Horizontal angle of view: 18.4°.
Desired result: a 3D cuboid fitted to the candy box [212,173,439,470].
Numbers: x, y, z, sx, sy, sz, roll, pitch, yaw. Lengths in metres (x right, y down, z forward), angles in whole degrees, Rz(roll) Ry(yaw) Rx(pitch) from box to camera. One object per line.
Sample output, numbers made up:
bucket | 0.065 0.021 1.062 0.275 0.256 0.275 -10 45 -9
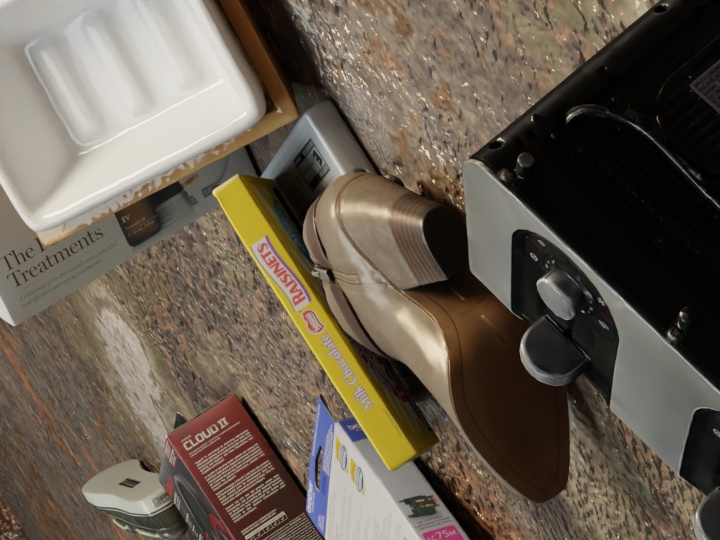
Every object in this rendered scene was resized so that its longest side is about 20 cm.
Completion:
candy box | -0.019 0.031 1.366 0.201 0.026 0.102 57 -170 5

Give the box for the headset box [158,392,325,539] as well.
headset box | -0.101 0.207 1.915 0.200 0.075 0.149 55 162 12

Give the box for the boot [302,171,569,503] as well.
boot | 0.038 0.035 1.262 0.146 0.070 0.201 -4 109 63

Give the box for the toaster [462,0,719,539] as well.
toaster | 0.154 -0.013 0.728 0.181 0.200 0.119 44 161 18

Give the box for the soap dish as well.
soap dish | -0.149 -0.126 1.359 0.158 0.199 0.081 61 -156 -9

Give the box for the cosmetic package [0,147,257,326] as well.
cosmetic package | -0.184 -0.079 1.478 0.052 0.199 0.151 24 142 61

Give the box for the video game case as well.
video game case | 0.000 0.000 1.405 0.183 0.023 0.200 58 161 4

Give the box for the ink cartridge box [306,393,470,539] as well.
ink cartridge box | 0.023 0.186 1.548 0.200 0.042 0.120 49 145 42

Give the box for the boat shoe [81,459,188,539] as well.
boat shoe | -0.240 0.250 2.364 0.200 0.070 0.064 9 127 65
